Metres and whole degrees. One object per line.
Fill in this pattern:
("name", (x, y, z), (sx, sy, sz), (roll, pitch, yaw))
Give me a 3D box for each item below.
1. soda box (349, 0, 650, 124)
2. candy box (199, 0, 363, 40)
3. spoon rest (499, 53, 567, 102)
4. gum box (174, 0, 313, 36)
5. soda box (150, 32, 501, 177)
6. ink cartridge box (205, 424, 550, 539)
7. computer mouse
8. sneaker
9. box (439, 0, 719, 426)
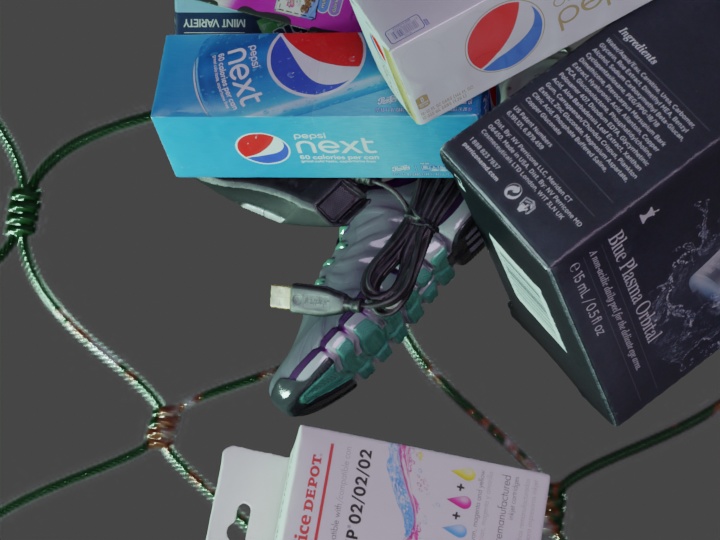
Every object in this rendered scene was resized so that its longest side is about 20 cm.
("soda box", (0.098, -0.167, 1.435), (0.199, 0.068, 0.064), (-28, 48, -3))
("candy box", (-0.077, -0.230, 1.501), (0.199, 0.061, 0.137), (15, 106, -9))
("spoon rest", (0.162, -0.116, 1.583), (0.199, 0.061, 0.100), (-25, 55, -2))
("gum box", (-0.032, -0.233, 1.559), (0.169, 0.045, 0.201), (-1, 104, -4))
("soda box", (-0.019, -0.099, 1.508), (0.199, 0.068, 0.064), (0, 59, 12))
("ink cartridge box", (0.006, 0.167, 1.534), (0.199, 0.068, 0.116), (11, 68, -3))
("computer mouse", (-0.037, -0.035, 1.542), (0.199, 0.046, 0.141), (14, 64, 19))
("sneaker", (0.000, 0.000, 1.570), (0.087, 0.074, 0.200), (40, 78, 20))
("box", (0.178, -0.044, 1.498), (0.200, 0.197, 0.117), (-37, 55, -5))
